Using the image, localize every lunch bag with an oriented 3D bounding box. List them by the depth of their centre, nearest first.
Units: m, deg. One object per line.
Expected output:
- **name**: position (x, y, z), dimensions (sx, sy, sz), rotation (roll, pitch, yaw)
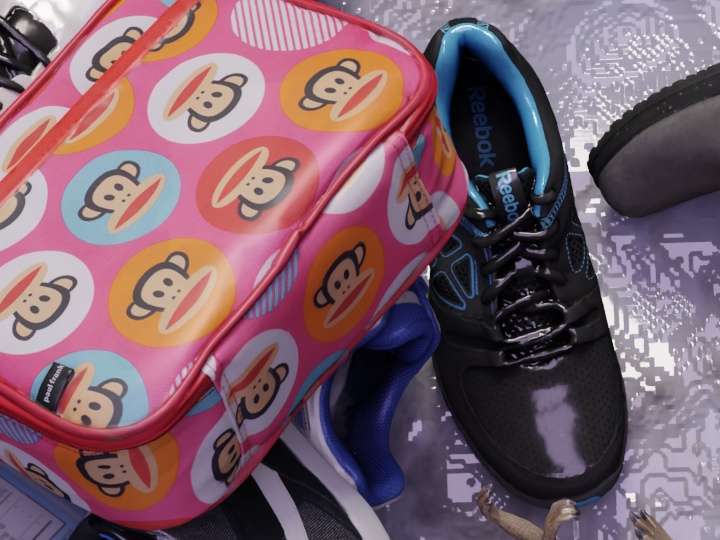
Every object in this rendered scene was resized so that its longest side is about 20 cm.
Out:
- **lunch bag**: position (-0.078, -0.017, 0.877), dimensions (0.176, 0.082, 0.200), rotation (24, 62, 33)

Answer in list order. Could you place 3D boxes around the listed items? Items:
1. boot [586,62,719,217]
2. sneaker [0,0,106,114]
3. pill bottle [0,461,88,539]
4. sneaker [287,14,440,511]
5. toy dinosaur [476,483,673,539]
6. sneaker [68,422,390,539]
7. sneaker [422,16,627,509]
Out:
- **boot**: position (0.179, -0.022, 0.914), dimensions (0.200, 0.068, 0.131), rotation (-25, 75, 40)
- **sneaker**: position (-0.148, -0.061, 0.954), dimensions (0.074, 0.080, 0.200), rotation (35, 84, 11)
- **pill bottle**: position (-0.154, 0.116, 0.947), dimensions (0.200, 0.109, 0.109), rotation (34, 86, 10)
- **sneaker**: position (0.000, 0.000, 0.955), dimensions (0.088, 0.075, 0.201), rotation (8, 90, 41)
- **toy dinosaur**: position (0.086, 0.147, 0.952), dimensions (0.200, 0.058, 0.101), rotation (40, 113, -5)
- **sneaker**: position (-0.085, 0.067, 0.896), dimensions (0.200, 0.112, 0.073), rotation (42, 121, 21)
- **sneaker**: position (0.056, -0.003, 0.960), dimensions (0.073, 0.082, 0.200), rotation (-16, 82, 0)
